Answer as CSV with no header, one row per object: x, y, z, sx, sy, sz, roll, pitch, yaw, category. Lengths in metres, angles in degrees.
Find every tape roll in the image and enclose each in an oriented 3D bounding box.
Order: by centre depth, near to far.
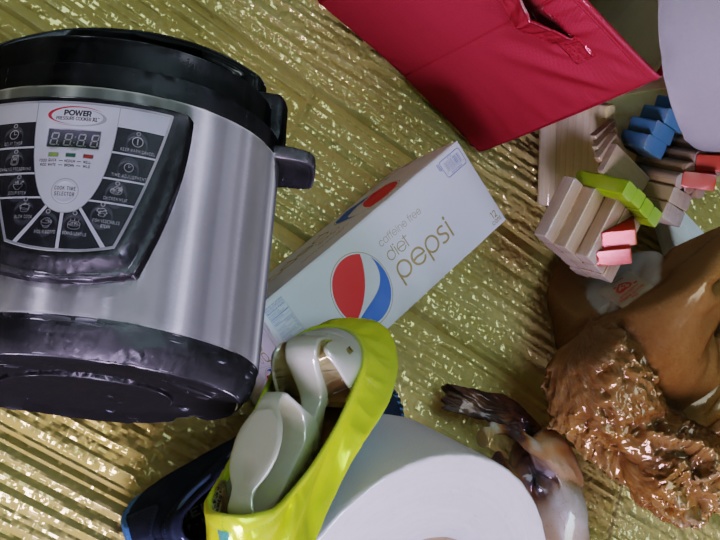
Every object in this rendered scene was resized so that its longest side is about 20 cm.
0.010,0.186,0.775,0.202,0.071,0.203,-13,113,-35,tape roll
0.256,-0.175,0.886,0.200,0.066,0.201,-12,105,-56,tape roll

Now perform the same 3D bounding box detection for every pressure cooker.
-0.132,-0.031,0.715,0.176,0.178,0.201,22,66,-43,pressure cooker

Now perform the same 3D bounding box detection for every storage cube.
0.109,-0.214,0.927,0.171,0.180,0.200,39,60,-21,storage cube

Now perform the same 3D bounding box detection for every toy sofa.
0.213,-0.102,1.045,0.199,0.097,0.083,-14,111,-37,toy sofa

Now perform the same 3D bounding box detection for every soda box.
0.000,0.000,0.864,0.200,0.068,0.064,-40,102,-35,soda box

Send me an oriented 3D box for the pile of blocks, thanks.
0.207,-0.070,0.944,0.200,0.062,0.082,-42,125,-24,pile of blocks

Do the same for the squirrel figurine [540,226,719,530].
0.213,0.093,0.961,0.187,0.141,0.200,57,45,-26,squirrel figurine

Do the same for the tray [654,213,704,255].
0.289,0.025,1.070,0.200,0.022,0.108,43,22,-19,tray

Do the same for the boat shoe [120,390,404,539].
-0.040,0.123,0.803,0.200,0.069,0.084,-33,98,-36,boat shoe

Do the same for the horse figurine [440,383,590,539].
0.116,0.163,0.907,0.132,0.050,0.201,1,69,-56,horse figurine

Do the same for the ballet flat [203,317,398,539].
-0.030,0.075,0.710,0.200,0.067,0.067,-65,145,-45,ballet flat
